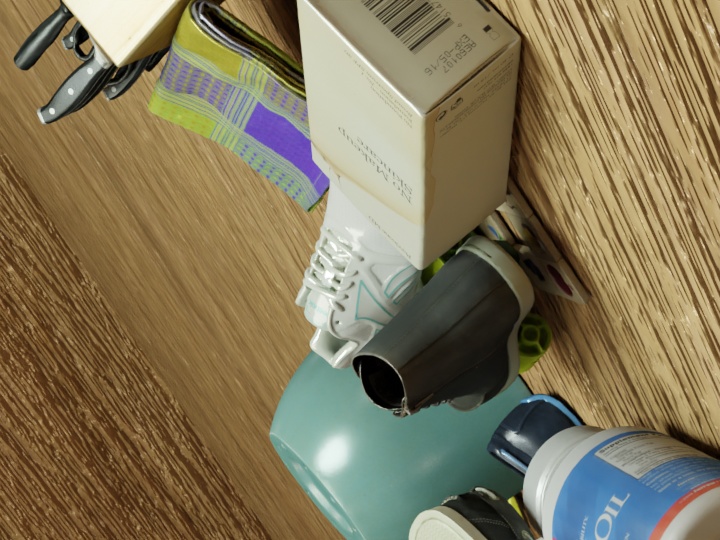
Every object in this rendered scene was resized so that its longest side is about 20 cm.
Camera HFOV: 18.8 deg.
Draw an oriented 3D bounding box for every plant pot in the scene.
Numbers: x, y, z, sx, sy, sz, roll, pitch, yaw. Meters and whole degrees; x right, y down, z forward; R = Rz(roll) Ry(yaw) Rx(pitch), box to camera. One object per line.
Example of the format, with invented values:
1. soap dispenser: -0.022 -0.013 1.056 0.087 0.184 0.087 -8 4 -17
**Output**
1. plant pot: 0.029 0.123 1.663 0.201 0.161 0.201 47 168 14

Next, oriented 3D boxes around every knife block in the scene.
1. knife block: -0.143 -0.173 1.357 0.064 0.175 0.200 49 168 3

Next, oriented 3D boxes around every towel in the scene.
1. towel: -0.067 -0.102 1.399 0.143 0.023 0.200 34 162 -5

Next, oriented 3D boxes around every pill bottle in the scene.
1. pill bottle: 0.178 0.158 1.314 0.112 0.112 0.200 55 168 -21

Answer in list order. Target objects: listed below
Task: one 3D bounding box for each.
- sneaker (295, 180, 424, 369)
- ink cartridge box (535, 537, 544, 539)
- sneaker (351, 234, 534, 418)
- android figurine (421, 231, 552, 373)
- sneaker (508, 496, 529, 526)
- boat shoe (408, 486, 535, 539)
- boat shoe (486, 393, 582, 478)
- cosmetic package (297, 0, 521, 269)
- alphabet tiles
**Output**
1. sneaker: 0.000 0.000 1.371 0.070 0.080 0.201 47 161 31
2. ink cartridge box: 0.173 0.294 1.470 0.161 0.050 0.200 52 -171 -32
3. sneaker: 0.040 0.055 1.337 0.075 0.106 0.200 45 163 16
4. android figurine: 0.053 -0.003 1.436 0.182 0.041 0.200 48 165 8
5. sneaker: 0.058 0.175 1.902 0.200 0.085 0.075 45 167 28
6. boat shoe: 0.118 0.218 1.359 0.200 0.067 0.072 49 127 18
7. boat shoe: 0.167 0.181 1.539 0.200 0.069 0.084 49 169 11
8. cosmetic package: 0.026 -0.092 1.195 0.104 0.073 0.200 46 164 19
9. alphabet tiles: 0.054 -0.070 1.347 0.200 0.008 0.167 55 168 -19
